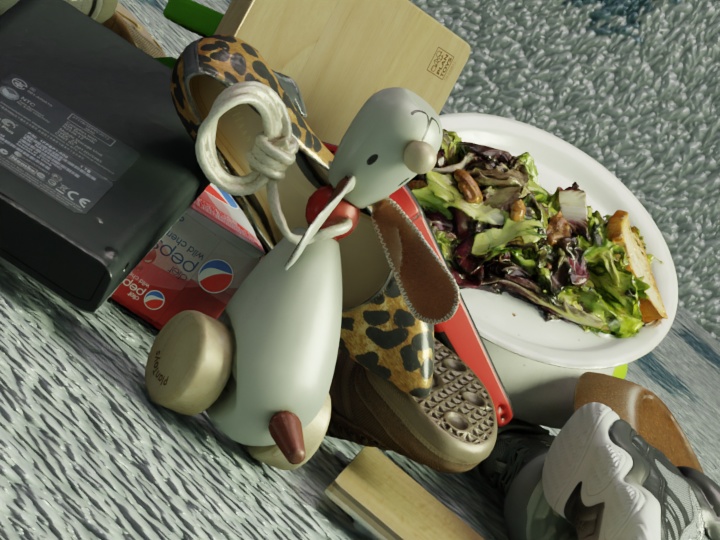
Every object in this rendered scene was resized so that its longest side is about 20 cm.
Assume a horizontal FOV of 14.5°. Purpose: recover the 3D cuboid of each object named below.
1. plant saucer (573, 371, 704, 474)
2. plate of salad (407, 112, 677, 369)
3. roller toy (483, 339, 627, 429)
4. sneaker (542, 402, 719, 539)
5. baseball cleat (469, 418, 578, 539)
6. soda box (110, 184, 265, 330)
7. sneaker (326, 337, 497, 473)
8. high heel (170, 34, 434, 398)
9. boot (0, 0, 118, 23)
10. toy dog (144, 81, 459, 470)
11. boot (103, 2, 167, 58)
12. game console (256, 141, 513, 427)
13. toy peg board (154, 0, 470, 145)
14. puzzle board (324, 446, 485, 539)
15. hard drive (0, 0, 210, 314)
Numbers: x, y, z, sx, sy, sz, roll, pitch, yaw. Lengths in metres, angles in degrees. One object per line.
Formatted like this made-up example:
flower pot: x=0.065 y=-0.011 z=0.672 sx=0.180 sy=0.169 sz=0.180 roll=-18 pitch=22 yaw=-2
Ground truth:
plant saucer: x=0.185 y=0.150 z=1.707 sx=0.201 sy=0.034 sz=0.201 roll=57 pitch=20 yaw=-33
plate of salad: x=0.104 y=-0.026 z=1.673 sx=0.199 sy=0.048 sz=0.201 roll=16 pitch=44 yaw=-17
roller toy: x=0.083 y=0.010 z=1.803 sx=0.182 sy=0.140 sz=0.200 roll=20 pitch=4 yaw=14
sneaker: x=0.168 y=0.156 z=1.542 sx=0.114 sy=0.076 sz=0.200 roll=26 pitch=27 yaw=-21
baseball cleat: x=0.099 y=0.130 z=1.706 sx=0.106 sy=0.070 sz=0.200 roll=26 pitch=1 yaw=19
soda box: x=-0.111 y=-0.031 z=1.569 sx=0.063 sy=0.070 sz=0.200 roll=34 pitch=10 yaw=-20
sneaker: x=0.009 y=0.068 z=1.533 sx=0.070 sy=0.076 sz=0.200 roll=11 pitch=23 yaw=-32
high heel: x=-0.031 y=-0.024 z=1.422 sx=0.201 sy=0.071 sz=0.143 roll=62 pitch=13 yaw=13
boot: x=-0.261 y=-0.163 z=1.620 sx=0.181 sy=0.073 sz=0.200 roll=-5 pitch=5 yaw=41
toy dog: x=-0.020 y=0.014 z=1.357 sx=0.131 sy=0.201 sz=0.096 roll=2 pitch=23 yaw=-32
boot: x=-0.196 y=-0.165 z=1.895 sx=0.200 sy=0.073 sz=0.155 roll=33 pitch=11 yaw=-46
game console: x=0.000 y=0.000 z=1.637 sx=0.200 sy=0.031 sz=0.177 roll=20 pitch=-35 yaw=57
toy peg board: x=-0.059 y=-0.110 z=1.838 sx=0.098 sy=0.201 sz=0.199 roll=27 pitch=-2 yaw=42
puzzle board: x=0.067 y=0.169 z=1.478 sx=0.200 sy=0.017 sz=0.151 roll=40 pitch=7 yaw=3
hard drive: x=-0.150 y=-0.066 z=1.424 sx=0.139 sy=0.033 sz=0.200 roll=32 pitch=31 yaw=2
